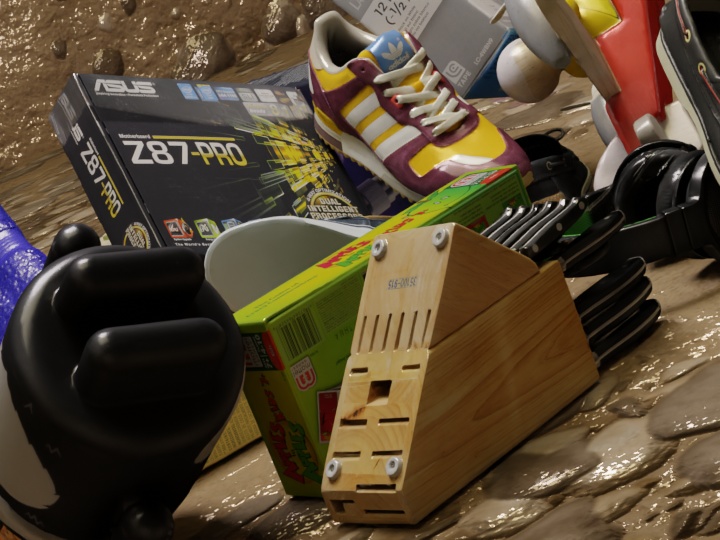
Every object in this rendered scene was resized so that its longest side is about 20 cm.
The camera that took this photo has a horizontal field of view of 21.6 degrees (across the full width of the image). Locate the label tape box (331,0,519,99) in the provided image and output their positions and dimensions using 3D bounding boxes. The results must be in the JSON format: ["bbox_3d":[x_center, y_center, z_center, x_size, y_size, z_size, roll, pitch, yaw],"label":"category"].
[{"bbox_3d":[0.036,-0.207,1.375,0.066,0.200,0.143,-53,-13,17],"label":"label tape box"}]

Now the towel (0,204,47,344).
[{"bbox_3d":[-0.272,0.040,1.315,0.148,0.049,0.200,-56,45,5],"label":"towel"}]

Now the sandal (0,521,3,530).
[{"bbox_3d":[-0.284,0.163,1.022,0.199,0.081,0.054,-35,59,-13],"label":"sandal"}]

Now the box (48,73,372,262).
[{"bbox_3d":[-0.093,-0.057,1.275,0.199,0.162,0.049,0,-42,-41],"label":"box"}]

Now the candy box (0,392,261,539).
[{"bbox_3d":[-0.138,0.097,1.139,0.199,0.056,0.115,-29,15,-26],"label":"candy box"}]

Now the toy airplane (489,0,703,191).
[{"bbox_3d":[0.158,-0.131,1.256,0.140,0.202,0.199,-10,21,23],"label":"toy airplane"}]

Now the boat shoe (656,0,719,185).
[{"bbox_3d":[0.226,-0.092,1.044,0.073,0.063,0.203,-12,53,-17],"label":"boat shoe"}]

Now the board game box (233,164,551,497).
[{"bbox_3d":[0.024,0.030,1.033,0.199,0.103,0.047,-32,16,-35],"label":"board game box"}]

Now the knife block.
[{"bbox_3d":[0.079,0.052,0.982,0.064,0.175,0.202,-8,64,49],"label":"knife block"}]

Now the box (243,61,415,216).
[{"bbox_3d":[-0.017,-0.090,1.488,0.198,0.149,0.104,-16,14,27],"label":"box"}]

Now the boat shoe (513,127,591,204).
[{"bbox_3d":[0.125,-0.069,1.356,0.074,0.063,0.200,-22,11,10],"label":"boat shoe"}]

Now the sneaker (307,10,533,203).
[{"bbox_3d":[0.033,-0.109,1.266,0.075,0.091,0.199,-34,43,-31],"label":"sneaker"}]

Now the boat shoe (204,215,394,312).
[{"bbox_3d":[0.000,0.000,1.208,0.198,0.072,0.091,1,6,-3],"label":"boat shoe"}]

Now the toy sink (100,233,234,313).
[{"bbox_3d":[-0.135,0.016,1.337,0.129,0.113,0.200,-13,16,37],"label":"toy sink"}]

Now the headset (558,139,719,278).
[{"bbox_3d":[0.191,-0.055,1.109,0.198,0.095,0.123,-20,12,-14],"label":"headset"}]

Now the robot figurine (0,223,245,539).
[{"bbox_3d":[-0.132,0.067,0.969,0.151,0.124,0.200,-65,4,-38],"label":"robot figurine"}]
